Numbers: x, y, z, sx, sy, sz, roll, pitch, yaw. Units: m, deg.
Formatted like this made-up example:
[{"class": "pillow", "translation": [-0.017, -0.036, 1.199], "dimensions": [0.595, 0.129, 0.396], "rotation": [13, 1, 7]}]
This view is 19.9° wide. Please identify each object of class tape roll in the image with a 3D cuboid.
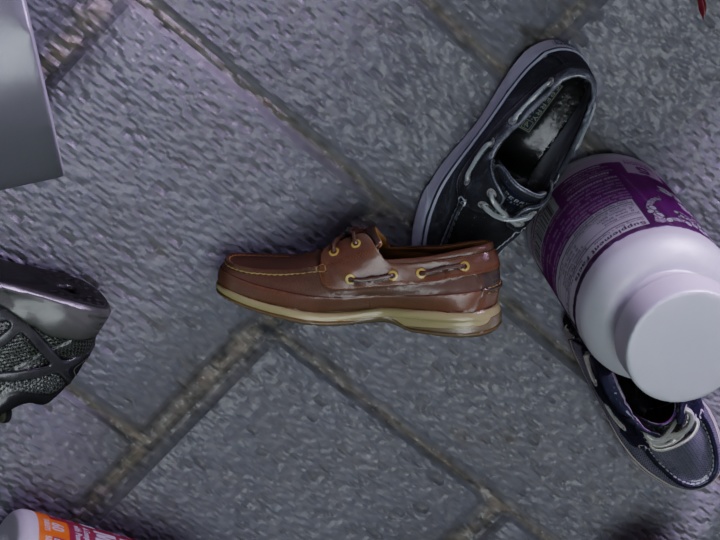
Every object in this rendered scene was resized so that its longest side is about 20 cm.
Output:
[{"class": "tape roll", "translation": [-0.230, -0.147, 1.234], "dimensions": [0.066, 0.200, 0.201], "rotation": [-13, 119, -8]}]

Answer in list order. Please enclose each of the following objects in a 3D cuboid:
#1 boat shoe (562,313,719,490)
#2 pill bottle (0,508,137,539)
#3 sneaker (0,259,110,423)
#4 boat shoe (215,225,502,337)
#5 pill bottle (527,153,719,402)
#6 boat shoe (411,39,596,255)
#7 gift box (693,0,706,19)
[{"class": "boat shoe", "translation": [0.221, 0.110, 1.528], "dimensions": [0.075, 0.093, 0.200], "rotation": [-36, 118, 7]}, {"class": "pill bottle", "translation": [-0.174, 0.250, 1.499], "dimensions": [0.200, 0.110, 0.110], "rotation": [18, 111, -21]}, {"class": "sneaker", "translation": [-0.279, 0.042, 1.389], "dimensions": [0.199, 0.076, 0.114], "rotation": [18, 105, -26]}, {"class": "boat shoe", "translation": [0.000, 0.000, 1.426], "dimensions": [0.200, 0.072, 0.068], "rotation": [5, 106, 5]}, {"class": "pill bottle", "translation": [0.191, 0.006, 1.407], "dimensions": [0.112, 0.200, 0.112], "rotation": [-5, 118, -10]}, {"class": "boat shoe", "translation": [0.102, -0.062, 1.428], "dimensions": [0.072, 0.068, 0.200], "rotation": [26, 109, -23]}, {"class": "gift box", "translation": [0.288, -0.251, 1.310], "dimensions": [0.186, 0.185, 0.200], "rotation": [-5, 111, -12]}]
